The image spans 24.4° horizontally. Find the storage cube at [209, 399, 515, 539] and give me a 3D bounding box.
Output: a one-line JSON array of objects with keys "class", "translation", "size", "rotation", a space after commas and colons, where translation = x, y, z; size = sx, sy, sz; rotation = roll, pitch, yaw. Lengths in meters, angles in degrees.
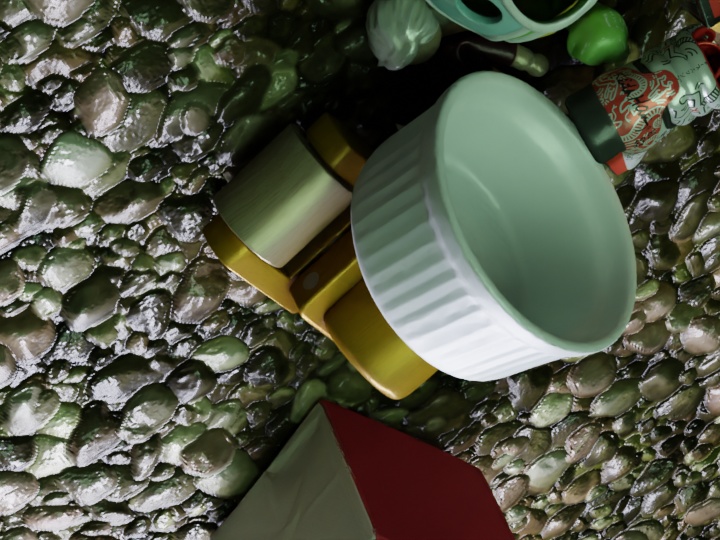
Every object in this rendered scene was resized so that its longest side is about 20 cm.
[{"class": "storage cube", "translation": [0.007, 0.243, 1.353], "size": [0.180, 0.200, 0.171], "rotation": [27, 112, -32]}]

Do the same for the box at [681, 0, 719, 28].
[{"class": "box", "translation": [0.245, -0.272, 1.060], "size": [0.137, 0.040, 0.200], "rotation": [-29, 126, -2]}]

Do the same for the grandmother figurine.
[{"class": "grandmother figurine", "translation": [0.072, -0.129, 1.175], "size": [0.121, 0.061, 0.200], "rotation": [-37, 131, 17]}]

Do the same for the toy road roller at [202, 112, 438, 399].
[{"class": "toy road roller", "translation": [0.000, 0.000, 1.180], "size": [0.123, 0.146, 0.200], "rotation": [-43, 133, 10]}]

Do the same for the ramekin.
[{"class": "ramekin", "translation": [0.086, -0.023, 1.114], "size": [0.200, 0.201, 0.098], "rotation": [24, 141, -38]}]

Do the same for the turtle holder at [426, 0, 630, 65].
[{"class": "turtle holder", "translation": [0.098, -0.202, 1.075], "size": [0.141, 0.132, 0.186], "rotation": [-21, 133, -10]}]

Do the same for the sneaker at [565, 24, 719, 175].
[{"class": "sneaker", "translation": [0.210, -0.120, 1.166], "size": [0.108, 0.067, 0.201], "rotation": [-27, 177, 13]}]

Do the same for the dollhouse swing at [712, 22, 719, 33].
[{"class": "dollhouse swing", "translation": [0.370, -0.186, 1.195], "size": [0.200, 0.176, 0.182], "rotation": [17, 117, -35]}]
